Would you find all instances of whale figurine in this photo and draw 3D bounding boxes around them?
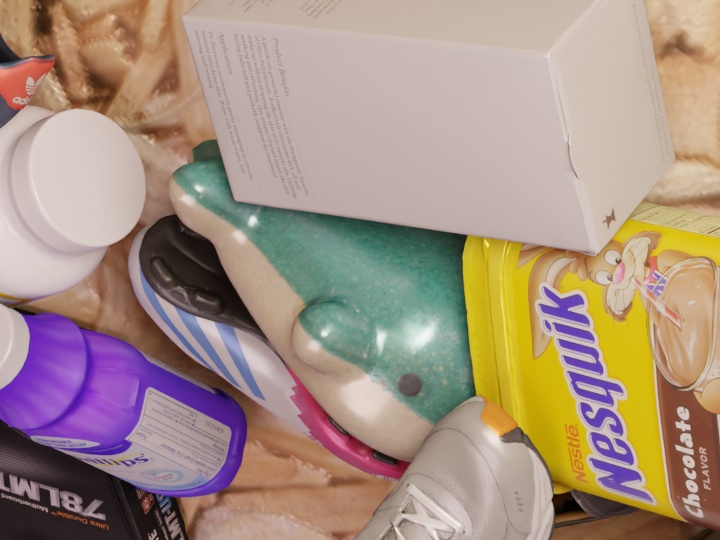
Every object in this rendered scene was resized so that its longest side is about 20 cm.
[{"bbox_3d":[0.000,0.000,1.381,0.200,0.159,0.104,44,107,-4],"label":"whale figurine"}]

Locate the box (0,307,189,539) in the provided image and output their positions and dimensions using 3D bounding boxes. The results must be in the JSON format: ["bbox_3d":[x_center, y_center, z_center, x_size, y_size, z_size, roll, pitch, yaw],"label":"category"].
[{"bbox_3d":[-0.212,0.100,1.734,0.200,0.050,0.199,16,139,28],"label":"box"}]

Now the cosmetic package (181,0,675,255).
[{"bbox_3d":[0.030,-0.081,1.280,0.200,0.085,0.108,9,129,32],"label":"cosmetic package"}]

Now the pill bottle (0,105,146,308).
[{"bbox_3d":[-0.201,-0.029,1.528,0.200,0.104,0.104,-16,119,48],"label":"pill bottle"}]

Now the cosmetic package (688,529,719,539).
[{"bbox_3d":[0.230,0.159,1.400,0.105,0.071,0.200,42,144,-6],"label":"cosmetic package"}]

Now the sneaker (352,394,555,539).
[{"bbox_3d":[0.021,0.143,1.330,0.076,0.092,0.200,45,134,22],"label":"sneaker"}]

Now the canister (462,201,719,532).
[{"bbox_3d":[0.149,0.043,1.272,0.200,0.086,0.149,13,118,45],"label":"canister"}]

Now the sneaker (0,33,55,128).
[{"bbox_3d":[-0.227,-0.162,1.440,0.084,0.075,0.200,-34,93,17],"label":"sneaker"}]

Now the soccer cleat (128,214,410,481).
[{"bbox_3d":[-0.039,0.042,1.513,0.200,0.070,0.086,39,161,1],"label":"soccer cleat"}]

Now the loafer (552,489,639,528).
[{"bbox_3d":[0.129,0.096,1.414,0.073,0.072,0.200,47,143,-14],"label":"loafer"}]

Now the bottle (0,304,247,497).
[{"bbox_3d":[-0.146,0.070,1.554,0.083,0.065,0.200,1,161,34],"label":"bottle"}]
